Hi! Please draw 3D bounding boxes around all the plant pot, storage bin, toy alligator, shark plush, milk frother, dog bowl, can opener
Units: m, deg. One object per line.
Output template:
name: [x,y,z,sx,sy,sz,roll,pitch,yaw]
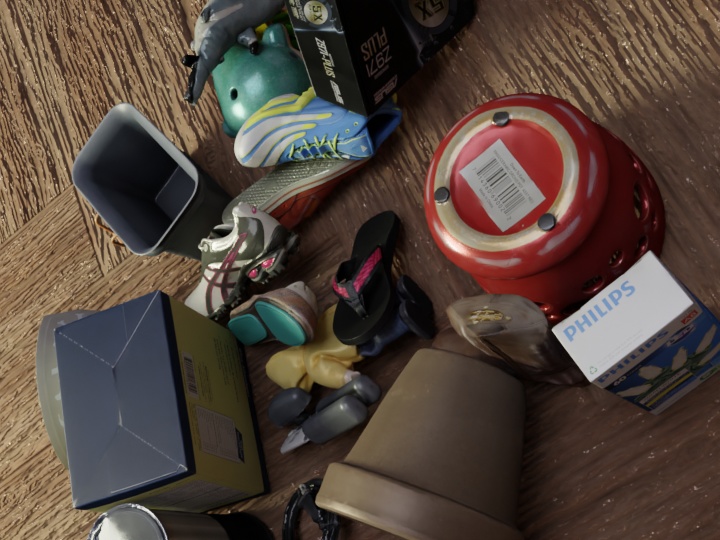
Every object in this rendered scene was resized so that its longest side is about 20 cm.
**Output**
plant pot: [0.080,0.174,0.944,0.200,0.200,0.175,12,73,33]
storage bin: [-0.244,-0.088,1.245,0.200,0.134,0.146,43,99,34]
toy alligator: [-0.098,-0.296,1.271,0.200,0.059,0.054,32,136,31]
shark plush: [-0.150,-0.283,1.169,0.083,0.091,0.200,26,57,7]
milk frother: [-0.144,0.285,1.040,0.180,0.188,0.200,27,91,33]
dog bowl: [-0.322,0.139,1.196,0.058,0.200,0.201,-11,68,1]
can opener: [-0.049,0.146,1.048,0.053,0.067,0.200,-53,6,-31]
plant pot: [0.174,-0.063,0.958,0.200,0.182,0.201,-9,70,26]

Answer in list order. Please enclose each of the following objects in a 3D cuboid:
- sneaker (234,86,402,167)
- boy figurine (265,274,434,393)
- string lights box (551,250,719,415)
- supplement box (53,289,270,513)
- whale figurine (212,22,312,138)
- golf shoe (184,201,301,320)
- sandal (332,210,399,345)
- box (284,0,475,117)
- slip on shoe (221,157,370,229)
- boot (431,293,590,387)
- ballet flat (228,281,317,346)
sneaker: [-0.042,-0.160,1.133,0.200,0.076,0.105,-28,41,-8]
boy figurine: [-0.017,0.085,1.091,0.200,0.064,0.125,-32,36,21]
string lights box: [0.251,0.060,0.860,0.103,0.200,0.059,-41,59,15]
supplement box: [-0.214,0.158,1.102,0.134,0.200,0.201,-19,66,13]
whale figurine: [-0.142,-0.233,1.225,0.200,0.104,0.159,44,120,25]
golf shoe: [-0.156,-0.008,1.172,0.200,0.088,0.077,-37,14,36]
sandal: [0.000,0.000,1.072,0.075,0.045,0.200,-23,37,28]
box: [0.024,-0.297,1.084,0.086,0.164,0.200,28,61,34]
slip on shoe: [-0.069,-0.095,1.190,0.200,0.061,0.074,-34,39,4]
boot: [0.114,0.061,0.942,0.186,0.200,0.064,2,76,31]
ballet flat: [-0.088,0.043,1.113,0.067,0.068,0.200,-41,17,-24]
